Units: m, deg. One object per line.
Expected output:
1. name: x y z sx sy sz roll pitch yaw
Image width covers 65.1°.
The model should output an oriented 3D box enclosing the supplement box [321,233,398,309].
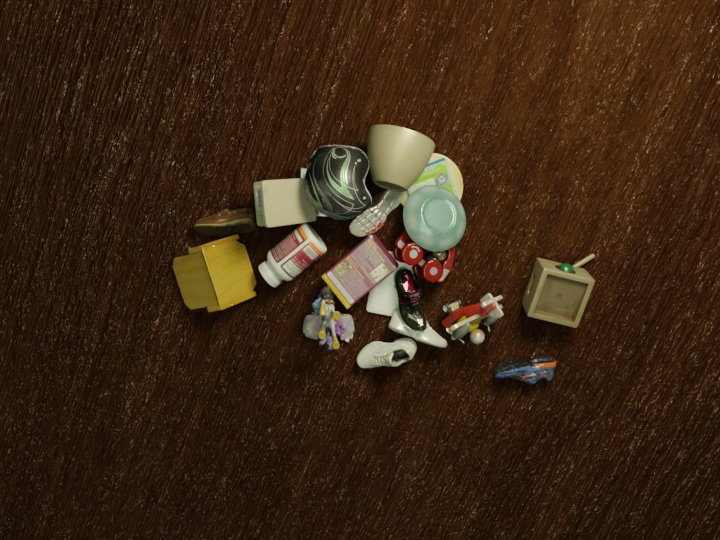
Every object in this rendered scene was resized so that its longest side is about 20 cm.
1. supplement box: 0.000 0.000 1.715 0.199 0.103 0.131 -38 91 11

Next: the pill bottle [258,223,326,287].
1. pill bottle: -0.210 -0.043 1.717 0.199 0.113 0.113 -38 96 7

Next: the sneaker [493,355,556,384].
1. sneaker: 0.519 0.325 1.775 0.197 0.075 0.080 -6 102 4

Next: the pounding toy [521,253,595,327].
1. pounding toy: 0.611 0.043 1.711 0.181 0.142 0.203 13 110 0

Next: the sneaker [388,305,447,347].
1. sneaker: 0.191 0.176 1.764 0.198 0.075 0.089 25 79 -9

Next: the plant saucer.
1. plant saucer: 0.224 -0.158 1.646 0.198 0.039 0.204 3 79 -14

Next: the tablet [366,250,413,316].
1. tablet: 0.097 0.042 1.772 0.128 0.014 0.203 10 99 0

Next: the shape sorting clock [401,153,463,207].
1. shape sorting clock: 0.211 -0.253 1.709 0.197 0.039 0.203 0 101 2

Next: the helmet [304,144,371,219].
1. helmet: -0.062 -0.244 1.618 0.197 0.200 0.194 4 81 1

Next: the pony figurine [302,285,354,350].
1. pony figurine: -0.095 0.154 1.724 0.164 0.201 0.196 0 115 -5

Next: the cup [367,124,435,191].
1. cup: 0.102 -0.309 1.611 0.197 0.200 0.145 14 88 -1

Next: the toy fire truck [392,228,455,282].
1. toy fire truck: 0.204 -0.068 1.701 0.199 0.112 0.169 38 88 -13

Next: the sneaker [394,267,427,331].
1. sneaker: 0.152 0.089 1.708 0.076 0.084 0.203 -18 84 -12

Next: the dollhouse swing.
1. dollhouse swing: -0.460 0.014 1.773 0.180 0.175 0.203 -23 100 -37

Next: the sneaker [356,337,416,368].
1. sneaker: 0.077 0.266 1.758 0.197 0.099 0.079 -18 101 11

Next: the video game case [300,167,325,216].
1. video game case: -0.086 -0.238 1.731 0.197 0.018 0.145 2 99 1

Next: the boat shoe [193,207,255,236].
1. boat shoe: -0.416 -0.152 1.736 0.197 0.072 0.068 -6 65 11

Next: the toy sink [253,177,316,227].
1. toy sink: -0.239 -0.198 1.644 0.111 0.199 0.132 3 102 40

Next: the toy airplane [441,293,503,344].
1. toy airplane: 0.348 0.148 1.688 0.197 0.199 0.143 -16 88 2

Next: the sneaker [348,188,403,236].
1. sneaker: 0.043 -0.181 1.707 0.199 0.082 0.077 -40 117 -3
